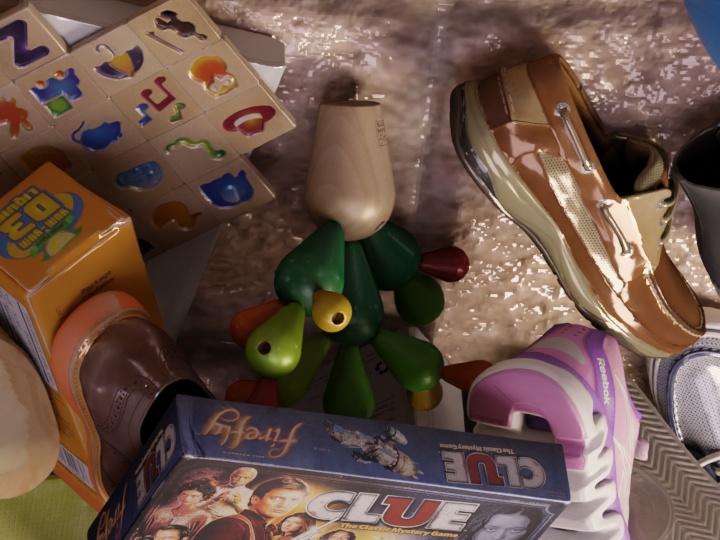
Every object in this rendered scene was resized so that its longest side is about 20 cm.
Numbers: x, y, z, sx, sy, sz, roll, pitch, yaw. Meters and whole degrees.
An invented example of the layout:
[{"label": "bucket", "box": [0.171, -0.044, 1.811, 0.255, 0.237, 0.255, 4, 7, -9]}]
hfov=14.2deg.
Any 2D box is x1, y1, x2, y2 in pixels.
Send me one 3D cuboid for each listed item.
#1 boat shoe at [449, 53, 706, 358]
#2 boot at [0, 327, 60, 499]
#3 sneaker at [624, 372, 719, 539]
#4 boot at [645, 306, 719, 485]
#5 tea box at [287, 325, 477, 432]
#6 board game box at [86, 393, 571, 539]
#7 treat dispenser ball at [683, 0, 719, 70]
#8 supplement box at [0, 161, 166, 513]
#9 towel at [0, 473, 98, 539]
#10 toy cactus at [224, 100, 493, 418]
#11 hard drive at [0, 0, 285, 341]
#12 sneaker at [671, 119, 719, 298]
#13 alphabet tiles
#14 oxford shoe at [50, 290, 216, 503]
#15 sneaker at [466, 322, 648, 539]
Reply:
[{"label": "boat shoe", "box": [0.124, -0.032, 1.451, 0.074, 0.076, 0.200, -30, 129, 20]}, {"label": "boot", "box": [-0.230, 0.015, 1.437, 0.071, 0.144, 0.201, -37, 131, -4]}, {"label": "sneaker", "box": [0.157, 0.146, 1.552, 0.075, 0.200, 0.085, -15, 147, -24]}, {"label": "boot", "box": [0.211, 0.113, 1.579, 0.073, 0.091, 0.200, -18, 132, 15]}, {"label": "tea box", "box": [-0.003, 0.168, 1.593, 0.200, 0.134, 0.197, -24, 129, 19]}, {"label": "board game box", "box": [-0.017, 0.119, 1.398, 0.199, 0.035, 0.136, 8, 143, -21]}, {"label": "treat dispenser ball", "box": [0.237, -0.149, 1.256, 0.200, 0.201, 0.201, -1, 134, -1]}, {"label": "supplement box", "box": [-0.138, 0.040, 1.455, 0.066, 0.069, 0.200, -39, 146, -21]}, {"label": "towel", "box": [-0.227, 0.156, 1.599, 0.199, 0.018, 0.086, -4, 118, -22]}, {"label": "toy cactus", "box": [0.000, 0.000, 1.435, 0.102, 0.200, 0.166, 7, 102, 35]}, {"label": "hard drive", "box": [-0.129, -0.049, 1.456, 0.131, 0.026, 0.200, 12, 131, -14]}, {"label": "sneaker", "box": [0.259, -0.040, 1.437, 0.199, 0.075, 0.106, -16, 142, 14]}, {"label": "alphabet tiles", "box": [-0.141, -0.062, 1.421, 0.200, 0.008, 0.167, -26, 129, 20]}, {"label": "oxford shoe", "box": [-0.093, 0.093, 1.432, 0.071, 0.073, 0.200, -43, 145, -12]}, {"label": "sneaker", "box": [0.112, 0.109, 1.475, 0.080, 0.089, 0.201, 8, 127, 25]}]
